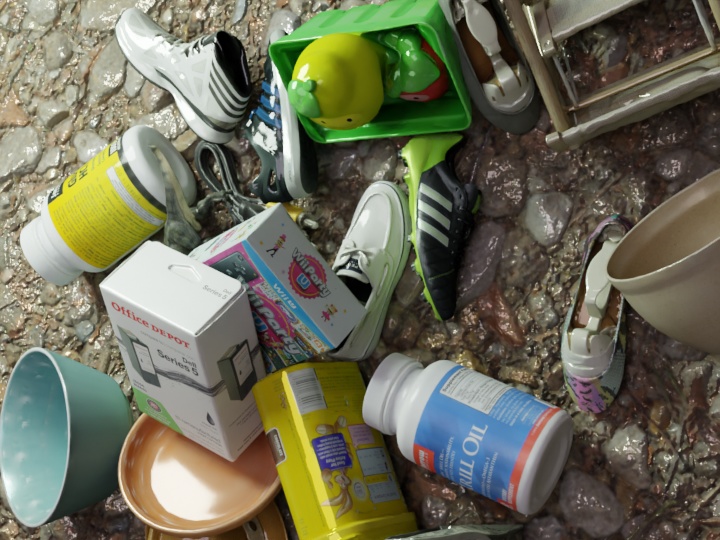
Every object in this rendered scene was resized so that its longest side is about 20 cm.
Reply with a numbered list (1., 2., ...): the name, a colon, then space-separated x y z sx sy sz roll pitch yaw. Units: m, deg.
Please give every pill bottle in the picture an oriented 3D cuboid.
1. pill bottle: -0.298 -0.071 1.592 0.199 0.112 0.113 -35 73 18
2. pill bottle: 0.106 0.159 1.388 0.199 0.112 0.113 21 95 25

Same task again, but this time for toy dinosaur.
1. toy dinosaur: -0.184 -0.051 1.529 0.087 0.048 0.201 -2 127 -3

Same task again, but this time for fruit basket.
1. fruit basket: 0.001 -0.191 1.399 0.214 0.156 0.216 -17 37 13

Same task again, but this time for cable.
1. cable: -0.126 -0.067 1.565 0.200 0.050 0.098 45 122 33

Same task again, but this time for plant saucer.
1. plant saucer: -0.168 0.210 1.505 0.198 0.038 0.201 -7 49 7

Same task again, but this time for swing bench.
1. swing bench: 0.260 -0.240 1.341 0.198 0.130 0.202 -20 83 21

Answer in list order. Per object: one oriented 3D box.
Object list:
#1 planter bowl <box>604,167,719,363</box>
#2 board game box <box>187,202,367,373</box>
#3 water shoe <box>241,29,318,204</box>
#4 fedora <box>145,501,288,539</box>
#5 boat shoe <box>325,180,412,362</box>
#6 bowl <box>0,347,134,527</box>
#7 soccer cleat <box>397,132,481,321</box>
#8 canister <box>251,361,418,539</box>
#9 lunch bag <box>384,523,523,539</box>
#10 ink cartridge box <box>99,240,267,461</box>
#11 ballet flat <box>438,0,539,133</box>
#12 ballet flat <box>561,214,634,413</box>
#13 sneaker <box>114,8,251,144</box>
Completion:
1. planter bowl: 0.345 0.002 1.260 0.199 0.200 0.135 -32 100 19
2. board game box: -0.105 0.028 1.442 0.148 0.064 0.200 51 144 -11
3. water shoe: -0.099 -0.173 1.516 0.078 0.071 0.202 -13 70 18
4. fedora: -0.177 0.313 1.523 0.199 0.082 0.203 -2 86 25
5. boat shoe: 0.000 0.000 1.474 0.072 0.066 0.202 20 95 25
6. bowl: -0.331 0.192 1.571 0.200 0.104 0.203 -11 77 52
7. soccer cleat: 0.090 -0.049 1.439 0.080 0.068 0.202 -9 82 11
8. canister: -0.027 0.201 1.428 0.086 0.148 0.201 -28 73 29
9. lunch bag: 0.090 0.336 1.334 0.117 0.200 0.166 -6 83 25
10. ink cartridge box: -0.181 0.086 1.451 0.145 0.201 0.084 23 52 31
11. ballet flat: 0.132 -0.212 1.369 0.067 0.064 0.201 -28 118 2
12. ballet flat: 0.235 0.042 1.359 0.069 0.071 0.202 11 91 24
13. sneaker: -0.192 -0.253 1.559 0.201 0.076 0.116 47 129 11
